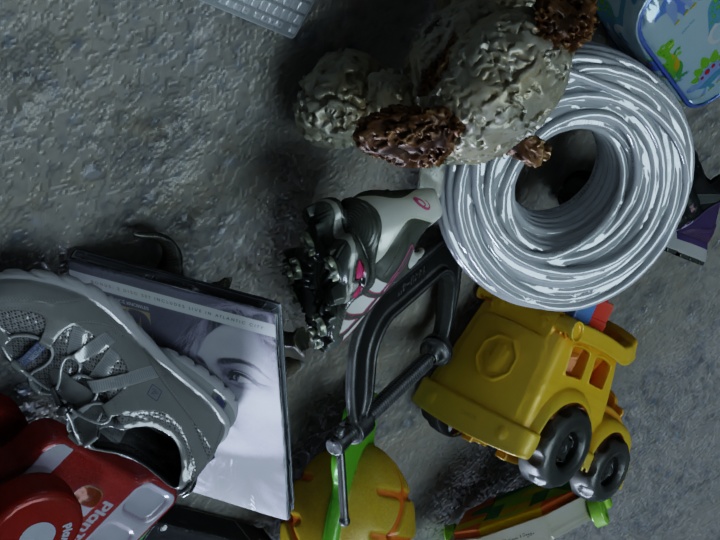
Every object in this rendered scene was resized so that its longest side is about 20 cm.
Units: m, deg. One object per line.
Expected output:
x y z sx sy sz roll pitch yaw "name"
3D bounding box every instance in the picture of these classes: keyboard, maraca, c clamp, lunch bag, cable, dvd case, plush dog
-0.078 -0.184 1.011 0.056 0.011 0.200 -55 154 13 "keyboard"
-0.008 0.187 1.358 0.137 0.107 0.200 -62 158 -65 "maraca"
0.027 0.069 1.293 0.200 0.027 0.171 -44 141 -45 "c clamp"
0.266 -0.233 1.256 0.200 0.082 0.161 -49 143 3 "lunch bag"
0.145 -0.071 1.249 0.200 0.069 0.200 6 111 -21 "cable"
-0.118 0.080 1.145 0.016 0.148 0.200 -59 157 -44 "dvd case"
0.073 -0.117 1.076 0.200 0.172 0.160 -44 99 0 "plush dog"

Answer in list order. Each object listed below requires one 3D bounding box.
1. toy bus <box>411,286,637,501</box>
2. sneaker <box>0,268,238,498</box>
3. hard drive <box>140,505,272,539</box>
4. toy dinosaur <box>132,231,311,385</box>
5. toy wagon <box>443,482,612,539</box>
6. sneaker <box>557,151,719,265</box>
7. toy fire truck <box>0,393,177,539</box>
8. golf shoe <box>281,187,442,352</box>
0.164 0.077 1.418 0.200 0.136 0.192 26 88 -52 "toy bus"
-0.168 0.069 1.070 0.200 0.082 0.075 31 135 -17 "sneaker"
-0.169 0.245 1.318 0.200 0.038 0.140 24 106 -51 "hard drive"
-0.103 0.049 1.168 0.200 0.102 0.077 36 57 -37 "toy dinosaur"
0.148 0.221 1.532 0.155 0.040 0.200 -21 -179 12 "toy wagon"
0.233 -0.070 1.395 0.200 0.076 0.088 17 96 -52 "sneaker"
-0.235 0.189 1.143 0.200 0.112 0.168 -47 139 3 "toy fire truck"
0.000 0.000 1.166 0.088 0.077 0.200 -21 169 -16 "golf shoe"
